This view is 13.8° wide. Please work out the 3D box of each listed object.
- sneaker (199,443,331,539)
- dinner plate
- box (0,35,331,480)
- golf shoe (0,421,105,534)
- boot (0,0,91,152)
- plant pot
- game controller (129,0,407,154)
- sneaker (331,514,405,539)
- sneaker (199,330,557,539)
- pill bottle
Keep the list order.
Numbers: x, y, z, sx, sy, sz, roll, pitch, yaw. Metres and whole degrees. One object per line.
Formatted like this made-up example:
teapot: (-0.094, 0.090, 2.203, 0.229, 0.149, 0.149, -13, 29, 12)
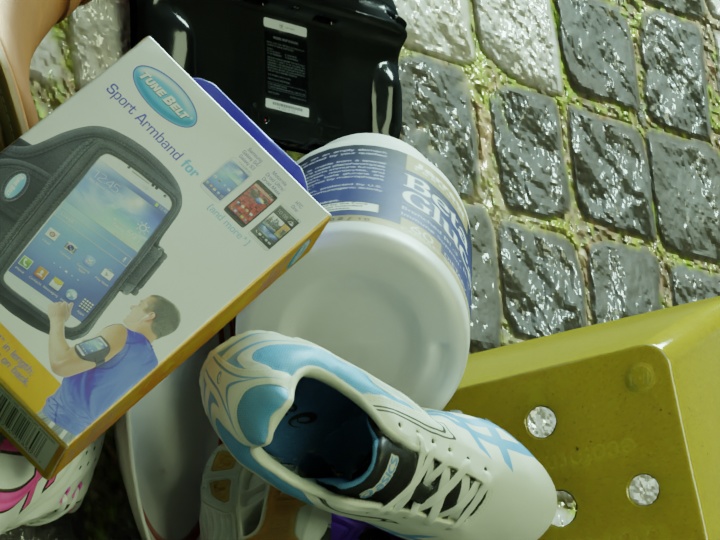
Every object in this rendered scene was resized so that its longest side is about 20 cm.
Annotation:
sneaker: (-0.046, 0.158, 1.355, 0.200, 0.075, 0.088, -65, 150, -56)
dinner plate: (-0.085, 0.055, 1.404, 0.200, 0.024, 0.201, -1, 90, -74)
box: (-0.106, -0.015, 1.302, 0.119, 0.041, 0.200, 44, 59, 6)
golf shoe: (-0.152, 0.085, 1.318, 0.092, 0.072, 0.200, 53, 42, -25)
boot: (-0.157, -0.125, 1.397, 0.155, 0.073, 0.201, -23, 96, -56)
plant pot: (0.119, 0.119, 1.489, 0.176, 0.199, 0.201, 18, 59, -72)
game controller: (-0.046, -0.117, 1.562, 0.200, 0.042, 0.105, 11, 82, -48)
sneaker: (0.004, 0.172, 1.450, 0.070, 0.099, 0.200, 54, 42, -25)
sneaker: (0.013, 0.089, 1.340, 0.200, 0.072, 0.073, 26, 16, -34)
pill bottle: (0.000, 0.000, 1.462, 0.111, 0.111, 0.200, 59, 12, -16)
